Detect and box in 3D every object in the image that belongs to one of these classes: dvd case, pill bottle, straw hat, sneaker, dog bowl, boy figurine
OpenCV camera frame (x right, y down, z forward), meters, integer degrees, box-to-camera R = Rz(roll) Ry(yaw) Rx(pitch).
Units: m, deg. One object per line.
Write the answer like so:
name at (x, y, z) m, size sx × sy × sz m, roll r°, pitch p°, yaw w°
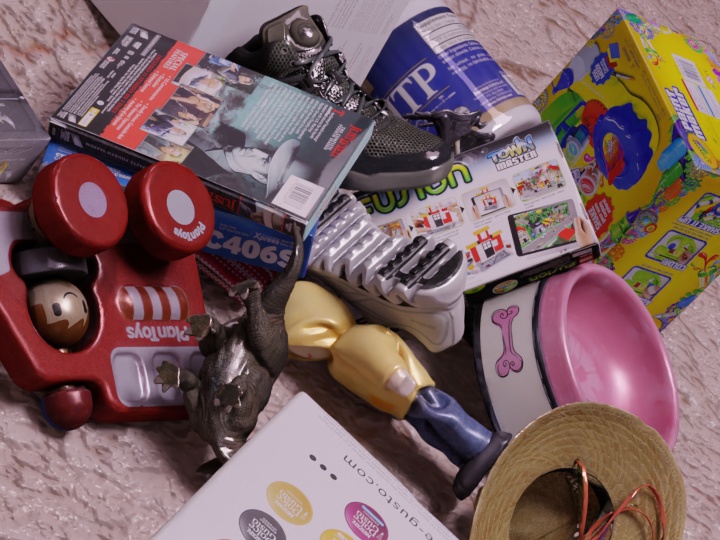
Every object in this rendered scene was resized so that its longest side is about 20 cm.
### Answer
dvd case at (-0.105, -0.102, 1.650) m, size 0.200 × 0.022 × 0.146 m, roll 21°, pitch 39°, yaw 8°
pill bottle at (0.050, -0.165, 1.966) m, size 0.200 × 0.120 × 0.120 m, roll 51°, pitch 32°, yaw 16°
straw hat at (0.133, 0.180, 1.654) m, size 0.201 × 0.201 × 0.085 m, roll 16°, pitch 0°, yaw -36°
sneaker at (-0.021, -0.129, 1.732) m, size 0.199 × 0.114 × 0.076 m, roll 20°, pitch 33°, yaw 24°
dog bowl at (0.174, 0.083, 1.773) m, size 0.200 × 0.074 × 0.200 m, roll 32°, pitch 47°, yaw -42°
boy figurine at (0.016, 0.081, 1.655) m, size 0.200 × 0.064 × 0.124 m, roll 37°, pitch -9°, yaw 0°
sneaker at (0.000, 0.000, 1.689) m, size 0.075 × 0.081 × 0.200 m, roll -39°, pitch 45°, yaw -25°

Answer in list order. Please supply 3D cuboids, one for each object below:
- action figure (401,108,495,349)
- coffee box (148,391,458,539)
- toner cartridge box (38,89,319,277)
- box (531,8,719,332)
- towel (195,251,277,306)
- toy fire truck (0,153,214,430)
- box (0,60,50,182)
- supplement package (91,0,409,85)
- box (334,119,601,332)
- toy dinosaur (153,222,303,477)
action figure at (0.066, -0.025, 1.831) m, size 0.119 × 0.102 × 0.200 m, roll 8°, pitch 78°, yaw -80°
coffee box at (-0.054, 0.233, 1.279) m, size 0.200 × 0.200 × 0.198 m, roll 43°, pitch 32°, yaw 3°
toner cartridge box at (-0.125, -0.063, 1.648) m, size 0.200 × 0.043 × 0.095 m, roll 14°, pitch 39°, yaw -2°
box at (0.240, -0.081, 2.000) m, size 0.122 × 0.193 × 0.200 m, roll 16°, pitch 39°, yaw -36°
towel at (-0.106, -0.061, 1.759) m, size 0.145 × 0.022 × 0.200 m, roll 39°, pitch 32°, yaw -3°
toy fire truck at (-0.175, 0.021, 1.515) m, size 0.200 × 0.112 × 0.168 m, roll 1°, pitch 70°, yaw -50°
box at (-0.331, -0.131, 1.573) m, size 0.200 × 0.048 × 0.158 m, roll -7°, pitch 56°, yaw -51°
supplement package at (-0.087, -0.238, 1.854) m, size 0.200 × 0.152 × 0.151 m, roll 4°, pitch 36°, yaw -45°
box at (0.071, -0.028, 1.746) m, size 0.035 × 0.200 × 0.110 m, roll 64°, pitch 6°, yaw -69°
toy dinosaur at (-0.082, 0.064, 1.527) m, size 0.102 × 0.077 × 0.200 m, roll 61°, pitch 34°, yaw -63°
